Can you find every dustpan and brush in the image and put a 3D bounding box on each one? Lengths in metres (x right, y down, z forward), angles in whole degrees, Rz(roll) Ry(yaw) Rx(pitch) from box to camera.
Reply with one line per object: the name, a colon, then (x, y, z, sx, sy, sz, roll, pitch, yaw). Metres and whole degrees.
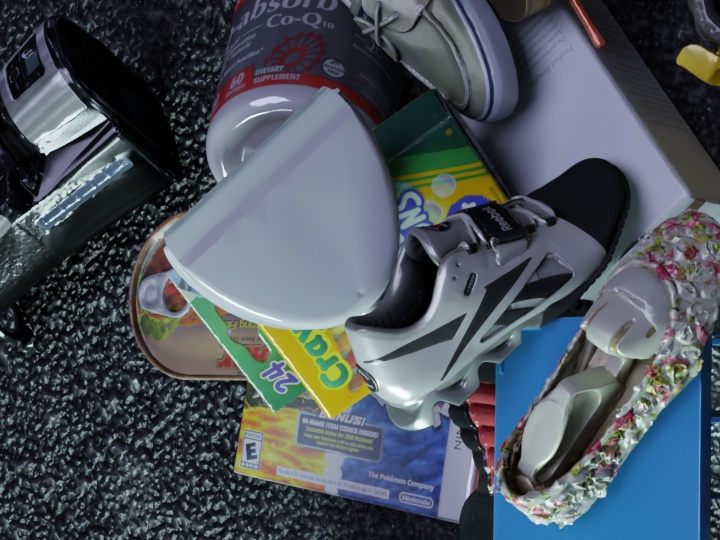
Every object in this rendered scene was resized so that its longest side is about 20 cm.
dustpan and brush: (-0.011, 0.004, 1.517, 0.140, 0.200, 0.057, -42, 19, -5)

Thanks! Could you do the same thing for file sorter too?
file sorter: (0.168, 0.131, 1.515, 0.138, 0.122, 0.201, -3, 84, 38)

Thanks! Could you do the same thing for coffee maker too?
coffee maker: (-0.228, -0.061, 1.827, 0.200, 0.192, 0.135, -35, 63, 13)

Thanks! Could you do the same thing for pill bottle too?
pill bottle: (-0.028, -0.136, 1.651, 0.116, 0.116, 0.201, -26, 37, 33)

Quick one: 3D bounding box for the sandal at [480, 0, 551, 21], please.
sandal: (0.067, -0.222, 1.609, 0.212, 0.069, 0.078, 42, 149, 42)

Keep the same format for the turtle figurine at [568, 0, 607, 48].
turtle figurine: (0.174, -0.239, 1.582, 0.161, 0.064, 0.201, -26, 59, 24)

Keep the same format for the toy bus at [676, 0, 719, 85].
toy bus: (0.303, -0.153, 1.449, 0.192, 0.136, 0.200, 39, 112, 16)

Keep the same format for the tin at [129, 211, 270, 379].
tin: (-0.066, 0.018, 1.695, 0.199, 0.042, 0.113, 0, 81, 37)

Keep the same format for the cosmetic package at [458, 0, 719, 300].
cosmetic package: (0.135, -0.087, 1.594, 0.102, 0.074, 0.200, -43, 64, 26)

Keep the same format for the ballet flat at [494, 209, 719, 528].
ballet flat: (0.137, 0.057, 1.429, 0.076, 0.064, 0.201, 37, 107, 35)

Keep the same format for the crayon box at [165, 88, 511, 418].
crayon box: (0.000, 0.000, 1.569, 0.200, 0.126, 0.052, -34, 27, 5)

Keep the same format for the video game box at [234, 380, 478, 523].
video game box: (0.015, 0.060, 1.688, 0.199, 0.047, 0.183, 8, 88, 38)

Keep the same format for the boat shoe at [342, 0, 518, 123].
boat shoe: (0.021, -0.164, 1.586, 0.200, 0.062, 0.072, 54, 146, 23)

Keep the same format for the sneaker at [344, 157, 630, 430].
sneaker: (0.073, -0.006, 1.489, 0.200, 0.089, 0.074, -46, 33, -15)

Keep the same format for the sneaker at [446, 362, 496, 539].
sneaker: (0.109, 0.117, 1.596, 0.074, 0.087, 0.201, 9, 115, 42)
